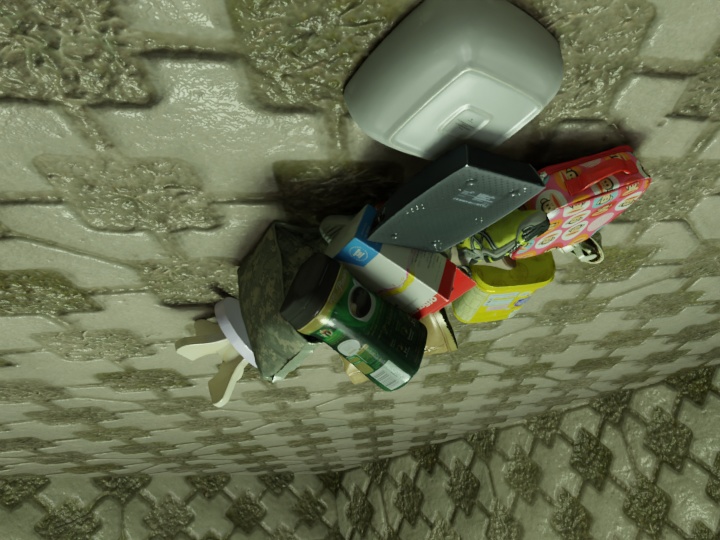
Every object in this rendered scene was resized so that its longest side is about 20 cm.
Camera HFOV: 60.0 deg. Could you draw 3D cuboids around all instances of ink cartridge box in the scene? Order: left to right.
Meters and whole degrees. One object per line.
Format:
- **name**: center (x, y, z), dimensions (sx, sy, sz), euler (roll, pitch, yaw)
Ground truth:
- **ink cartridge box**: center (0.052, 0.011, 0.881), dimensions (0.199, 0.068, 0.116), euler (33, 140, -14)

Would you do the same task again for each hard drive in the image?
- **hard drive**: center (0.108, -0.082, 0.756), dimensions (0.134, 0.043, 0.200), euler (8, 155, -31)

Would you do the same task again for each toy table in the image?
- **toy table**: center (-0.240, 0.141, 1.141), dimensions (0.116, 0.185, 0.200), euler (-31, 133, 7)

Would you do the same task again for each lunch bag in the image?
- **lunch bag**: center (-0.106, 0.054, 0.947), dimensions (0.116, 0.202, 0.164), euler (6, 151, -31)
- **lunch bag**: center (0.301, -0.100, 0.878), dimensions (0.198, 0.083, 0.176), euler (-17, 160, -21)

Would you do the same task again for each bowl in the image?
- **bowl**: center (0.104, -0.185, 0.667), dimensions (0.198, 0.075, 0.199), euler (12, 147, -37)

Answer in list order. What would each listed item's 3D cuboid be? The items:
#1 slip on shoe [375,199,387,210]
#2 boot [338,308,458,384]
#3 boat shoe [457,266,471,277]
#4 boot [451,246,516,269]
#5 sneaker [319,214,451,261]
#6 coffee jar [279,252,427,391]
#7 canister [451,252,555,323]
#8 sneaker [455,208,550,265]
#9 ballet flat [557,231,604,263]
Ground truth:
- **slip on shoe**: center (0.111, -0.109, 0.857), dimensions (0.198, 0.074, 0.062), euler (-11, 114, 23)
- **boot**: center (0.056, 0.119, 1.057), dimensions (0.198, 0.067, 0.176), euler (-18, 138, 8)
- **boat shoe**: center (0.101, 0.033, 1.073), dimensions (0.198, 0.075, 0.060), euler (-17, -170, -21)
- **boot**: center (0.158, -0.030, 1.025), dimensions (0.145, 0.071, 0.200), euler (-24, 142, 23)
- **sneaker**: center (0.041, -0.057, 0.929), dimensions (0.198, 0.082, 0.074), euler (14, 140, 4)
- **coffee jar**: center (-0.009, 0.068, 0.837), dimensions (0.199, 0.105, 0.085), euler (37, 135, -16)
- **canister**: center (0.259, 0.027, 1.171), dimensions (0.147, 0.088, 0.200), euler (-6, 157, -8)
- **sneaker**: center (0.176, -0.056, 0.845), dimensions (0.075, 0.077, 0.200), euler (-26, -178, -22)
- **ballet flat**: center (0.363, -0.055, 1.062), dimensions (0.199, 0.063, 0.067), euler (13, 147, -41)
